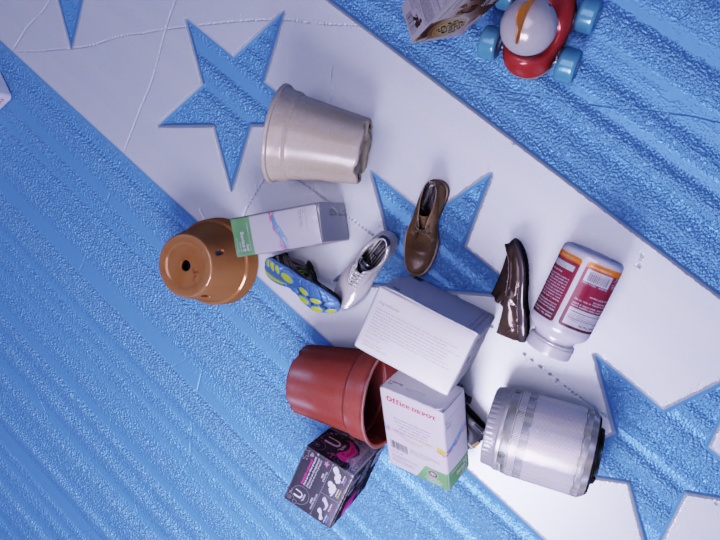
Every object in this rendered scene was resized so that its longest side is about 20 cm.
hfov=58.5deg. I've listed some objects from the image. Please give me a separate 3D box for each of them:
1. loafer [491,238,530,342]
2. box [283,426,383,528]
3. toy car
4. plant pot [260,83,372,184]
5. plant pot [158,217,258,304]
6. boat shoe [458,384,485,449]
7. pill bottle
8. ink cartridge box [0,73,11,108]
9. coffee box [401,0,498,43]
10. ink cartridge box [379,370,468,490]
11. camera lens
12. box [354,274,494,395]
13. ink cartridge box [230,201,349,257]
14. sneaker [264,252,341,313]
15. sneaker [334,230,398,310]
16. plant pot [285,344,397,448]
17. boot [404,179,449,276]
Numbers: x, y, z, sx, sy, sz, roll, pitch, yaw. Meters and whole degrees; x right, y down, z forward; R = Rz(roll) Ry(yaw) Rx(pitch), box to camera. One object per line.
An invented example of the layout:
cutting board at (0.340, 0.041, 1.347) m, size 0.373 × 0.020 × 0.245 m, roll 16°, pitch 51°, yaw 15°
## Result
loafer at (0.283, 0.039, 1.225) m, size 0.071 × 0.073 × 0.200 m, roll -1°, pitch 94°, yaw 20°
box at (-0.048, 0.402, 1.315) m, size 0.115 × 0.200 × 0.132 m, roll 27°, pitch 103°, yaw 15°
toy car at (0.300, -0.433, 1.108) m, size 0.184 × 0.200 × 0.177 m, roll 24°, pitch 103°, yaw 17°
plant pot at (-0.078, -0.255, 1.288) m, size 0.183 × 0.200 × 0.201 m, roll 13°, pitch 100°, yaw 7°
plant pot at (-0.347, -0.017, 1.424) m, size 0.200 × 0.140 × 0.200 m, roll 2°, pitch 95°, yaw 21°
boat shoe at (0.190, 0.259, 1.284) m, size 0.062 × 0.075 × 0.200 m, roll -32°, pitch 88°, yaw 15°
pill bottle at (0.382, 0.058, 1.169) m, size 0.113 × 0.113 × 0.200 m, roll 27°, pitch 104°, yaw 17°
ink cartridge box at (-1.012, -0.445, 1.605) m, size 0.145 × 0.200 × 0.084 m, roll -31°, pitch 81°, yaw 20°
coffee box at (0.171, -0.490, 1.141) m, size 0.113 × 0.200 × 0.080 m, roll -16°, pitch 89°, yaw -23°
ink cartridge box at (0.126, 0.303, 1.247) m, size 0.145 × 0.084 × 0.200 m, roll 16°, pitch 126°, yaw 37°
camera lens at (0.336, 0.313, 1.183) m, size 0.200 × 0.160 × 0.160 m, roll 13°, pitch 99°, yaw 19°
box at (0.127, 0.113, 1.223) m, size 0.200 × 0.199 × 0.131 m, roll 27°, pitch 104°, yaw 16°
ink cartridge box at (-0.143, -0.086, 1.336) m, size 0.200 × 0.145 × 0.088 m, roll -10°, pitch 92°, yaw 21°
sneaker at (-0.114, 0.018, 1.365) m, size 0.200 × 0.083 × 0.071 m, roll 33°, pitch 137°, yaw 25°
sneaker at (0.000, 0.000, 1.330) m, size 0.073 × 0.071 × 0.200 m, roll 37°, pitch 107°, yaw 14°
plant pot at (-0.033, 0.238, 1.310) m, size 0.195 × 0.201 × 0.201 m, roll 8°, pitch 98°, yaw 28°
boot at (0.122, -0.084, 1.275) m, size 0.074 × 0.075 × 0.200 m, roll 16°, pitch 101°, yaw 17°
